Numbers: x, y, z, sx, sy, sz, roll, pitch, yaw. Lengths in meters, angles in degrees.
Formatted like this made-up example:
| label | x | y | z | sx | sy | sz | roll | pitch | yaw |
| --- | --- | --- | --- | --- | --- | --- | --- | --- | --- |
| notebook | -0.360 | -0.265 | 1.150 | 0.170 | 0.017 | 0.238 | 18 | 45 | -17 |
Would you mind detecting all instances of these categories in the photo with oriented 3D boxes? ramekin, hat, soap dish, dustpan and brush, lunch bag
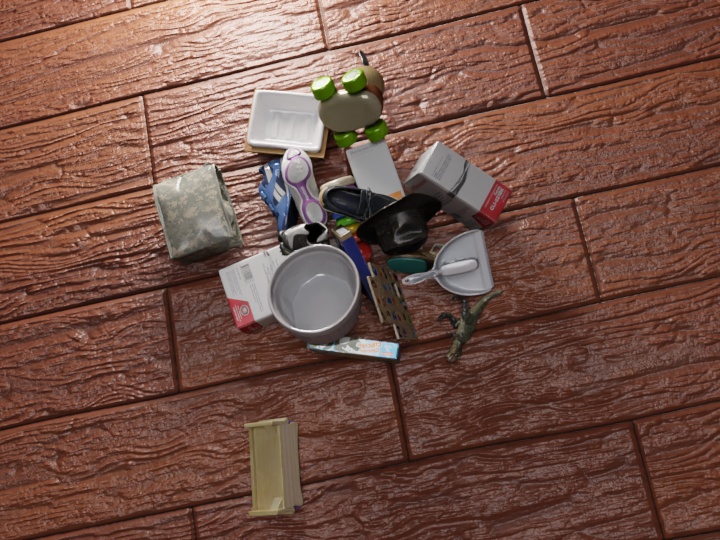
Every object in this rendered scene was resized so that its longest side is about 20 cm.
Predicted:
| label | x | y | z | sx | sy | sz | roll | pitch | yaw |
| --- | --- | --- | --- | --- | --- | --- | --- | --- | --- |
| ramekin | -0.088 | 0.059 | 1.462 | 0.196 | 0.105 | 0.203 | -5 | 61 | 9 |
| hat | 0.094 | -0.082 | 1.511 | 0.198 | 0.201 | 0.082 | -19 | 67 | 1 |
| soap dish | -0.169 | -0.348 | 1.674 | 0.196 | 0.081 | 0.160 | 6 | 78 | 8 |
| dustpan and brush | 0.186 | -0.001 | 1.517 | 0.197 | 0.057 | 0.142 | -13 | 96 | 5 |
| lunch bag | -0.384 | -0.136 | 1.634 | 0.161 | 0.118 | 0.203 | -19 | 81 | 3 |

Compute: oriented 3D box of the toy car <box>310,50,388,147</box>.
| label | x | y | z | sx | sy | sz | roll | pitch | yaw |
| --- | --- | --- | --- | --- | --- | --- | --- | --- | --- |
| toy car | -0.006 | -0.420 | 1.624 | 0.155 | 0.165 | 0.202 | -6 | 45 | 26 |

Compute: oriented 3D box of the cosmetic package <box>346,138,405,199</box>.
| label | x | y | z | sx | sy | sz | roll | pitch | yaw |
| --- | --- | --- | --- | --- | --- | --- | --- | --- | --- |
| cosmetic package | 0.044 | -0.195 | 1.624 | 0.100 | 0.071 | 0.203 | -20 | 76 | 2 |

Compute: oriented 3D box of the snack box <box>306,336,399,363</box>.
| label | x | y | z | sx | sy | sz | roll | pitch | yaw |
| --- | --- | --- | --- | --- | --- | --- | --- | --- | --- |
| snack box | -0.011 | 0.171 | 1.528 | 0.196 | 0.116 | 0.038 | 6 | 78 | 7 |

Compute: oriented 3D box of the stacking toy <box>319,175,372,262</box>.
| label | x | y | z | sx | sy | sz | roll | pitch | yaw |
| --- | --- | --- | --- | --- | --- | --- | --- | --- | --- |
| stacking toy | -0.025 | -0.110 | 1.605 | 0.084 | 0.085 | 0.203 | -18 | 92 | 2 |

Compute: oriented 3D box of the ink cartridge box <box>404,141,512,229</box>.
| label | x | y | z | sx | sy | sz | roll | pitch | yaw |
| --- | --- | --- | --- | --- | --- | --- | --- | --- | --- |
| ink cartridge box | 0.211 | -0.182 | 1.533 | 0.198 | 0.144 | 0.085 | 31 | 82 | -7 |

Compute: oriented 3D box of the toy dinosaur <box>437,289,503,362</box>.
| label | x | y | z | sx | sy | sz | roll | pitch | yaw |
| --- | --- | --- | --- | --- | --- | --- | --- | --- | --- |
| toy dinosaur | 0.230 | 0.105 | 1.555 | 0.088 | 0.047 | 0.201 | 35 | 83 | -3 |

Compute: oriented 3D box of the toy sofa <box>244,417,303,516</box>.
| label | x | y | z | sx | sy | sz | roll | pitch | yaw |
| --- | --- | --- | --- | --- | --- | --- | --- | --- | --- |
| toy sofa | -0.190 | 0.428 | 1.520 | 0.082 | 0.097 | 0.204 | -13 | 76 | 28 |

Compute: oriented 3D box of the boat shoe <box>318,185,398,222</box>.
| label | x | y | z | sx | sy | sz | roll | pitch | yaw |
| --- | --- | --- | --- | --- | --- | --- | --- | --- | --- |
| boat shoe | 0.006 | -0.144 | 1.536 | 0.197 | 0.062 | 0.076 | 12 | 86 | -8 |

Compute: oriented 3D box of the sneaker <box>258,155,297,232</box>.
| label | x | y | z | sx | sy | sz | roll | pitch | yaw |
| --- | --- | --- | --- | --- | --- | --- | --- | --- | --- |
| sneaker | -0.196 | -0.169 | 1.647 | 0.081 | 0.074 | 0.203 | -10 | 70 | 6 |

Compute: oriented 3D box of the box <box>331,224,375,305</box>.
| label | x | y | z | sx | sy | sz | roll | pitch | yaw |
| --- | --- | --- | --- | --- | --- | --- | --- | --- | --- |
| box | 0.000 | 0.000 | 1.524 | 0.032 | 0.121 | 0.202 | -29 | 104 | -5 |

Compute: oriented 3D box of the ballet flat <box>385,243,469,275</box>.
| label | x | y | z | sx | sy | sz | roll | pitch | yaw |
| --- | --- | --- | --- | --- | --- | --- | --- | --- | --- |
| ballet flat | 0.158 | -0.030 | 1.586 | 0.196 | 0.068 | 0.073 | 6 | 58 | 7 |

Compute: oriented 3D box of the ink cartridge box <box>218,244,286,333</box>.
| label | x | y | z | sx | sy | sz | roll | pitch | yaw |
| --- | --- | --- | --- | --- | --- | --- | --- | --- | --- |
| ink cartridge box | -0.203 | 0.036 | 1.594 | 0.197 | 0.084 | 0.146 | -22 | 76 | 1 |

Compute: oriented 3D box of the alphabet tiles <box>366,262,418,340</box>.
| label | x | y | z | sx | sy | sz | roll | pitch | yaw |
| --- | --- | --- | --- | --- | --- | --- | --- | --- | --- |
| alphabet tiles | 0.067 | 0.069 | 1.503 | 0.007 | 0.199 | 0.170 | -22 | 76 | 19 |

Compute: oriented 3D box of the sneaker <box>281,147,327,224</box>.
| label | x | y | z | sx | sy | sz | roll | pitch | yaw |
| --- | --- | --- | --- | --- | --- | --- | --- | --- | --- |
| sneaker | -0.136 | -0.184 | 1.619 | 0.074 | 0.100 | 0.203 | -17 | 86 | -9 |

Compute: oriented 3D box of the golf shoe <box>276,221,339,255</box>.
| label | x | y | z | sx | sy | sz | roll | pitch | yaw |
| --- | --- | --- | --- | --- | --- | --- | --- | --- | --- |
| golf shoe | -0.090 | -0.058 | 1.543 | 0.094 | 0.199 | 0.079 | -31 | 69 | 30 |
